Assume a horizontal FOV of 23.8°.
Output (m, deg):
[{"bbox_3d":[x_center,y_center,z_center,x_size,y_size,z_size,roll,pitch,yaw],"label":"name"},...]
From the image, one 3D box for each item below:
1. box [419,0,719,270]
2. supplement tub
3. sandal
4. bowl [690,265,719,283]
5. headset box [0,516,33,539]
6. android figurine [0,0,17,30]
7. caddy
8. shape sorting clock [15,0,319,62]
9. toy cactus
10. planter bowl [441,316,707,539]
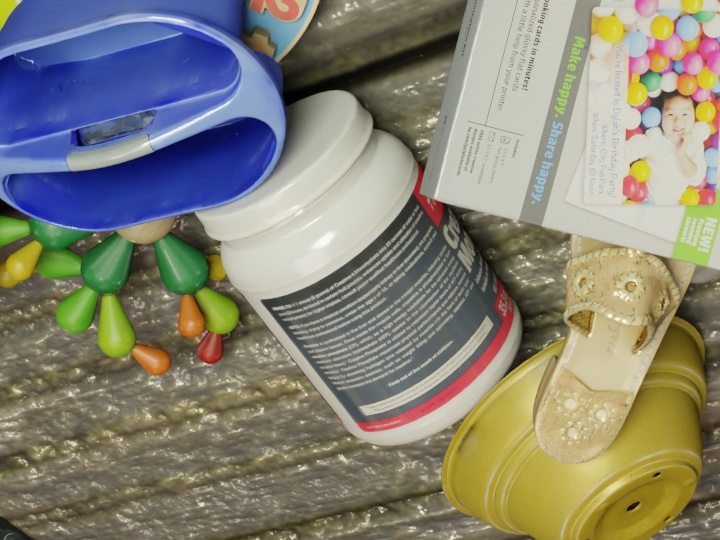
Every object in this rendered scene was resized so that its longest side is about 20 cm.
[{"bbox_3d":[0.148,-0.090,0.920,0.200,0.041,0.156,14,95,-12],"label":"box"},{"bbox_3d":[0.000,0.000,1.093,0.140,0.140,0.200,-21,119,30],"label":"supplement tub"},{"bbox_3d":[0.150,0.027,0.980,0.078,0.070,0.212,13,111,-4],"label":"sandal"},{"bbox_3d":[0.176,-0.085,1.018,0.200,0.075,0.200,26,129,-5],"label":"bowl"},{"bbox_3d":[-0.301,0.327,1.473,0.200,0.093,0.174,39,127,-14],"label":"headset box"},{"bbox_3d":[-0.240,-0.141,1.122,0.200,0.041,0.182,-7,125,19],"label":"android figurine"},{"bbox_3d":[-0.138,-0.097,1.008,0.200,0.105,0.141,-13,130,18],"label":"caddy"},{"bbox_3d":[-0.119,-0.192,1.020,0.200,0.039,0.200,0,124,0],"label":"shape sorting clock"},{"bbox_3d":[-0.158,-0.020,1.161,0.200,0.102,0.165,28,125,-11],"label":"toy cactus"},{"bbox_3d":[0.160,0.126,1.111,0.200,0.083,0.200,-20,142,-17],"label":"planter bowl"}]
